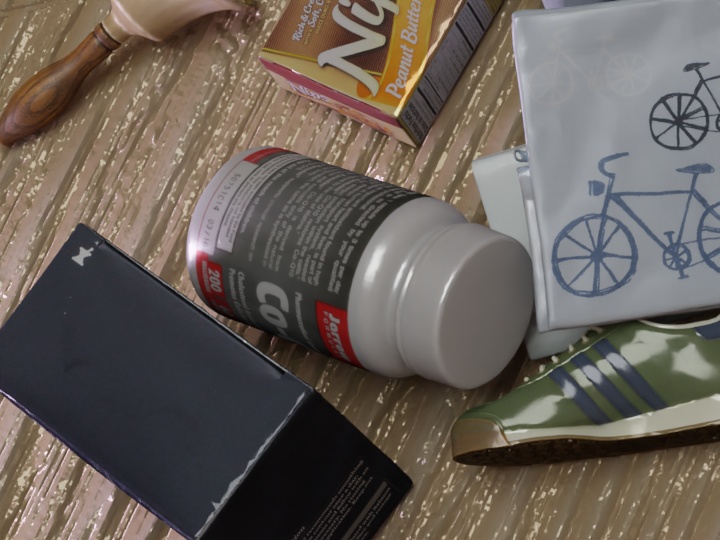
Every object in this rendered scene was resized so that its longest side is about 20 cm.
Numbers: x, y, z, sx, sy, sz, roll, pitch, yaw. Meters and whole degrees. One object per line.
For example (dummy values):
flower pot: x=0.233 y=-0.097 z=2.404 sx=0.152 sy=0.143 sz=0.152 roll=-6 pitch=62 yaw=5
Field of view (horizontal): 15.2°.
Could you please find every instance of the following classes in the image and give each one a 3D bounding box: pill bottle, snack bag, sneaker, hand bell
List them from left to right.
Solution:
hand bell: x=-0.179 y=-0.156 z=1.860 sx=0.200 sy=0.104 sz=0.104 roll=-41 pitch=62 yaw=15
pill bottle: x=0.000 y=0.000 z=1.679 sx=0.200 sy=0.114 sz=0.114 roll=19 pitch=77 yaw=37
sneaker: x=0.152 y=0.065 z=1.653 sx=0.200 sy=0.067 sz=0.090 roll=-8 pitch=73 yaw=9
snack bag: x=0.184 y=-0.072 z=1.616 sx=0.188 sy=0.021 sz=0.200 roll=-9 pitch=94 yaw=-5

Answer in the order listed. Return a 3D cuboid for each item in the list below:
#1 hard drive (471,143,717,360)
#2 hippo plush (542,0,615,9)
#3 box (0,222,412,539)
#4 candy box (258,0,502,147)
hard drive: x=0.183 y=-0.034 z=1.675 sx=0.200 sy=0.026 sz=0.132 roll=-16 pitch=94 yaw=12
hippo plush: x=0.175 y=-0.178 z=1.716 sx=0.159 sy=0.200 sz=0.161 roll=1 pitch=42 yaw=-4
box: x=-0.100 y=0.095 z=1.655 sx=0.197 sy=0.200 sz=0.117 roll=34 pitch=84 yaw=27
candy box: x=0.033 y=-0.196 z=1.804 sx=0.115 sy=0.055 sz=0.200 roll=25 pitch=80 yaw=26
